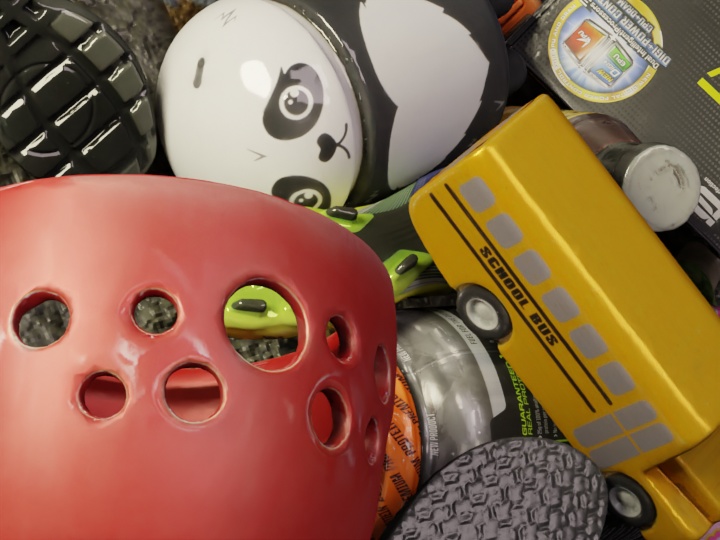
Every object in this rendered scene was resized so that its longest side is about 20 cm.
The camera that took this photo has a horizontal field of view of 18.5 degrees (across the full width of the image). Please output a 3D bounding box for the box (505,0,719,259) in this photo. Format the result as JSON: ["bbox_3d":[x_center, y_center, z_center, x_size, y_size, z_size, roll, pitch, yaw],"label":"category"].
[{"bbox_3d":[0.201,-0.103,1.148,0.160,0.044,0.200,-44,77,3],"label":"box"}]

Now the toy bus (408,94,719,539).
[{"bbox_3d":[0.109,0.025,0.983,0.200,0.078,0.065,52,52,-3],"label":"toy bus"}]

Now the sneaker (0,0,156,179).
[{"bbox_3d":[-0.167,-0.117,1.024,0.075,0.079,0.200,-40,119,0],"label":"sneaker"}]

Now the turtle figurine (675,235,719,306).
[{"bbox_3d":[0.234,-0.074,1.210,0.194,0.200,0.144,-43,133,-18],"label":"turtle figurine"}]

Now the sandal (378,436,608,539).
[{"bbox_3d":[0.024,0.144,0.956,0.200,0.048,0.075,-41,93,-19],"label":"sandal"}]

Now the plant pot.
[{"bbox_3d":[-0.088,0.084,0.843,0.200,0.200,0.183,17,61,-26],"label":"plant pot"}]

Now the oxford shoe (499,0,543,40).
[{"bbox_3d":[0.036,-0.206,1.206,0.200,0.071,0.073,47,47,-6],"label":"oxford shoe"}]

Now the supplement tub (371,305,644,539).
[{"bbox_3d":[0.067,0.076,1.061,0.200,0.123,0.123,-1,69,-34],"label":"supplement tub"}]

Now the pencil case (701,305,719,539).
[{"bbox_3d":[0.181,0.115,1.146,0.087,0.087,0.200,2,68,-33],"label":"pencil case"}]

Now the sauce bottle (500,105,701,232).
[{"bbox_3d":[0.108,-0.048,1.097,0.066,0.200,0.066,-2,96,-20],"label":"sauce bottle"}]

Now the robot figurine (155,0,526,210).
[{"bbox_3d":[-0.006,-0.093,1.088,0.200,0.125,0.150,-27,77,-39],"label":"robot figurine"}]

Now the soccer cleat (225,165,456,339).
[{"bbox_3d":[0.001,0.001,1.028,0.200,0.084,0.065,-19,66,-33],"label":"soccer cleat"}]
